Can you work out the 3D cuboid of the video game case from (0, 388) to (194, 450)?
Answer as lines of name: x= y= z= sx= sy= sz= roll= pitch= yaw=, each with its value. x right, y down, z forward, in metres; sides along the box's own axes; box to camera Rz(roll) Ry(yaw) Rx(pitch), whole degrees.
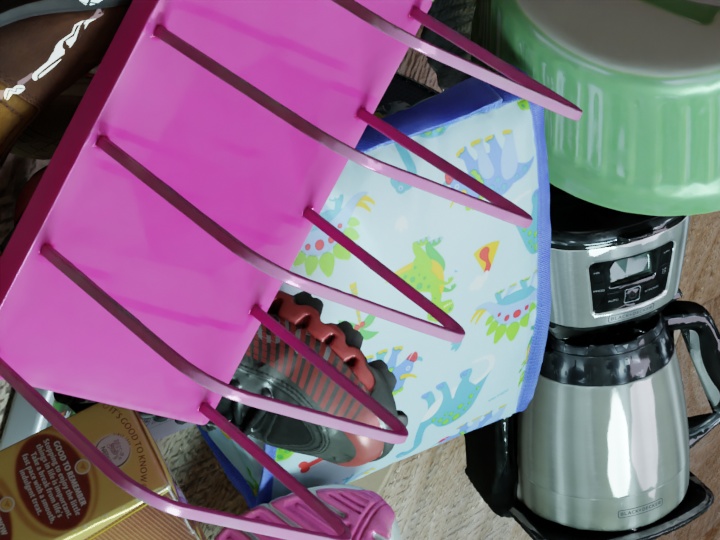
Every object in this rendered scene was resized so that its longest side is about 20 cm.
video game case: x=-0.100 y=0.001 z=1.254 sx=0.182 sy=0.022 sz=0.201 roll=-19 pitch=131 yaw=-61

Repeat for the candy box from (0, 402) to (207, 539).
candy box: x=-0.165 y=0.137 z=1.077 sx=0.199 sy=0.057 sz=0.117 roll=-28 pitch=151 yaw=-5

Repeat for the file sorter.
file sorter: x=-0.028 y=-0.013 z=0.955 sx=0.139 sy=0.125 sz=0.201 roll=18 pitch=104 yaw=-50

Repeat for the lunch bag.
lunch bag: x=0.000 y=0.000 z=1.225 sx=0.169 sy=0.128 sz=0.201 roll=-23 pitch=148 yaw=-24

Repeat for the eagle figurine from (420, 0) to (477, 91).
eagle figurine: x=0.135 y=-0.161 z=1.376 sx=0.152 sy=0.151 sz=0.200 roll=-45 pitch=-176 yaw=30

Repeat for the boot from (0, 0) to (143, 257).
boot: x=-0.142 y=-0.032 z=0.993 sx=0.188 sy=0.068 sz=0.201 roll=-26 pitch=138 yaw=-29

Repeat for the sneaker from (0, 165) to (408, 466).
sneaker: x=-0.078 y=0.038 z=1.097 sx=0.098 sy=0.200 sz=0.071 roll=-56 pitch=176 yaw=-41

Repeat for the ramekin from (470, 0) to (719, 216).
ramekin: x=0.150 y=-0.137 z=1.232 sx=0.200 sy=0.199 sz=0.098 roll=-55 pitch=159 yaw=-22

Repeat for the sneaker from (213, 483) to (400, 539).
sneaker: x=-0.048 y=0.177 z=1.252 sx=0.200 sy=0.081 sz=0.088 roll=-47 pitch=164 yaw=21

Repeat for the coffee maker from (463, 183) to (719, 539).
coffee maker: x=0.101 y=0.025 z=1.370 sx=0.134 sy=0.191 sz=0.201 roll=-29 pitch=125 yaw=-38

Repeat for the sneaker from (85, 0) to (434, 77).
sneaker: x=-0.053 y=-0.138 z=1.026 sx=0.199 sy=0.078 sz=0.082 roll=-16 pitch=162 yaw=-4

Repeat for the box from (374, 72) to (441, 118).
box: x=-0.001 y=-0.005 z=1.410 sx=0.201 sy=0.051 sz=0.158 roll=-65 pitch=165 yaw=0

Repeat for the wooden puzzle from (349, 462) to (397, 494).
wooden puzzle: x=-0.013 y=0.117 z=1.426 sx=0.186 sy=0.037 sz=0.200 roll=-62 pitch=171 yaw=5

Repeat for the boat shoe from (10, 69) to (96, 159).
boat shoe: x=-0.094 y=-0.093 z=1.112 sx=0.072 sy=0.065 sz=0.199 roll=-25 pitch=171 yaw=42
